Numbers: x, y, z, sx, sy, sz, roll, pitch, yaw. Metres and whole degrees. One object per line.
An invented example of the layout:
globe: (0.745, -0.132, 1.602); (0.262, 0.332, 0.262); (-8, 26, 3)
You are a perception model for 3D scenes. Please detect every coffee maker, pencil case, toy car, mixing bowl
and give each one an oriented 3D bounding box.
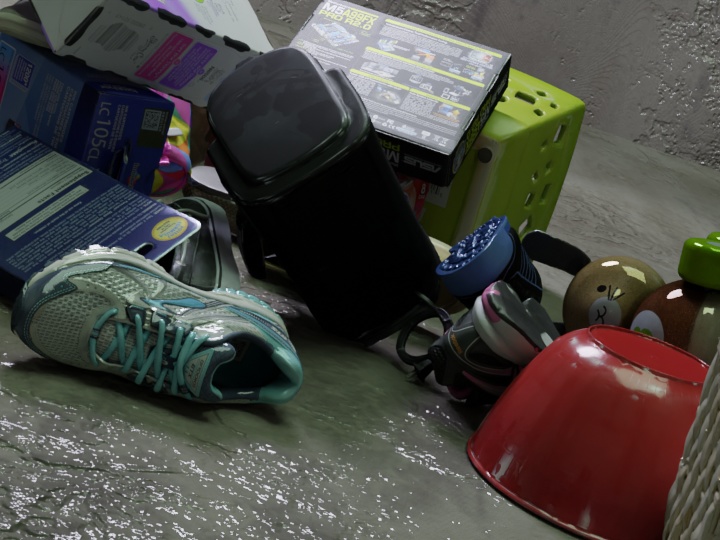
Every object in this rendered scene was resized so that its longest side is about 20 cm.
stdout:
coffee maker: (-0.013, -0.048, 1.237); (0.191, 0.135, 0.200); (30, -17, 34)
pencil case: (-0.189, -0.163, 1.481); (0.087, 0.202, 0.089); (-3, -26, -2)
toy car: (0.214, 0.038, 1.345); (0.198, 0.166, 0.157); (16, 11, 23)
mixing bowl: (0.181, 0.105, 1.126); (0.198, 0.109, 0.200); (17, 13, -4)

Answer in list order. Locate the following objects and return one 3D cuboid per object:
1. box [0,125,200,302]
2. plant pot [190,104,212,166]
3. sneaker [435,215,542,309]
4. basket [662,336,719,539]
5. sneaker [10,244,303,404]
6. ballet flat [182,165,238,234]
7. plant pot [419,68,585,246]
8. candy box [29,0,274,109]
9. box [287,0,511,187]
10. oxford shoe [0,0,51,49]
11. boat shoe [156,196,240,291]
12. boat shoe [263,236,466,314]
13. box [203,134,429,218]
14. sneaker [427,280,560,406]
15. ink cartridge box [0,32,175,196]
box: (-0.219, -0.030, 1.151); (0.199, 0.033, 0.121); (26, 48, 31)
plant pot: (-0.208, -0.195, 1.655); (0.199, 0.202, 0.184); (14, 25, -20)
sneaker: (0.109, 0.006, 1.281); (0.078, 0.070, 0.200); (53, 10, -1)
basket: (0.257, 0.120, 0.951); (0.122, 0.202, 0.136); (11, 27, 1)
sneaker: (-0.120, 0.041, 1.033); (0.198, 0.078, 0.086); (10, 19, -33)
ballet flat: (-0.074, -0.034, 1.478); (0.199, 0.047, 0.067); (25, 27, 9)
plant pot: (0.089, -0.105, 1.660); (0.199, 0.201, 0.181); (24, 20, 18)
candy box: (-0.175, -0.224, 1.281); (0.199, 0.071, 0.169); (16, 40, -53)
box: (0.023, -0.171, 1.544); (0.198, 0.045, 0.161); (19, 48, 14)
oxford shoe: (-0.236, -0.208, 1.310); (0.075, 0.058, 0.200); (22, 14, 9)
boat shoe: (-0.142, -0.013, 1.223); (0.068, 0.074, 0.200); (29, 18, -23)
boat shoe: (0.000, 0.000, 1.386); (0.198, 0.074, 0.063); (11, 14, 10)
box: (-0.047, -0.081, 1.570); (0.199, 0.096, 0.099); (26, 16, 28)
sneaker: (0.106, 0.067, 1.242); (0.200, 0.086, 0.081); (36, 24, -57)
ink cartridge box: (-0.224, -0.094, 1.290); (0.076, 0.138, 0.199); (3, 20, -43)
